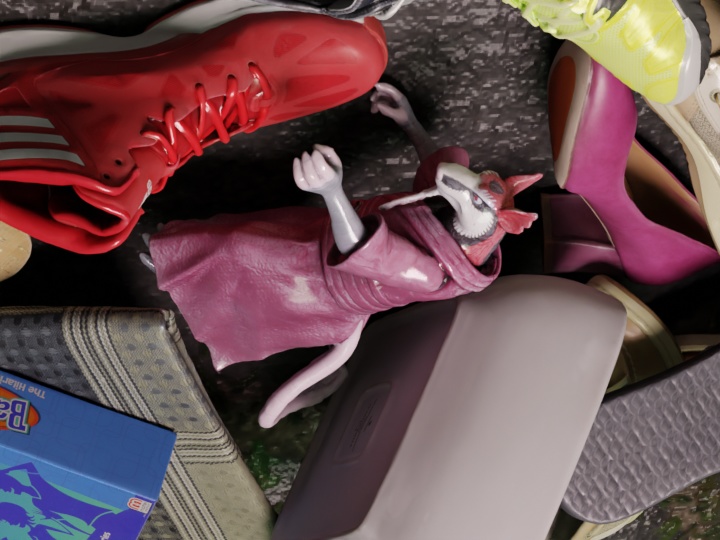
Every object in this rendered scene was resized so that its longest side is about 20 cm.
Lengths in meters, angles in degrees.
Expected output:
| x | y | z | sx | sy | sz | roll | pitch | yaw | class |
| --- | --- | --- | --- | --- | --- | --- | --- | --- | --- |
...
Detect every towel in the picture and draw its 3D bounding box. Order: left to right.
| x | y | z | sx | sy | sz | roll | pitch | yaw | class |
| --- | --- | --- | --- | --- | --- | --- | --- | --- | --- |
| -0.145 | 0.083 | 1.343 | 0.192 | 0.035 | 0.200 | -3 | 137 | 21 | towel |

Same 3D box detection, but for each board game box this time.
| x | y | z | sx | sy | sz | roll | pitch | yaw | class |
| --- | --- | --- | --- | --- | --- | --- | --- | --- | --- |
| -0.206 | 0.100 | 1.319 | 0.200 | 0.045 | 0.152 | 20 | 140 | -6 | board game box |

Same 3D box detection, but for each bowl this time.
| x | y | z | sx | sy | sz | roll | pitch | yaw | class |
| --- | --- | --- | --- | --- | --- | --- | --- | --- | --- |
| 0.032 | 0.088 | 1.303 | 0.075 | 0.200 | 0.200 | 30 | 163 | -15 | bowl |

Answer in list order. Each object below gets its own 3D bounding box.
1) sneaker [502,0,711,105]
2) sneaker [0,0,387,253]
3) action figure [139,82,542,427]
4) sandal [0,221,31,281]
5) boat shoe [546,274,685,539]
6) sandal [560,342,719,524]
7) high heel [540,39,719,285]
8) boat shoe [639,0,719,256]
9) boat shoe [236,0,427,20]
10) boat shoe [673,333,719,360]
| x | y | z | sx | sy | sz | roll | pitch | yaw | class |
| --- | --- | --- | --- | --- | --- | --- | --- | --- | --- |
| 0.065 | -0.137 | 1.132 | 0.200 | 0.076 | 0.075 | 45 | 158 | -16 | sneaker |
| -0.079 | -0.056 | 1.194 | 0.200 | 0.116 | 0.078 | -11 | 138 | -4 | sneaker |
| 0.000 | 0.000 | 1.238 | 0.200 | 0.134 | 0.149 | -10 | 104 | 36 | action figure |
| -0.236 | -0.028 | 1.216 | 0.212 | 0.070 | 0.078 | 24 | 126 | -34 | sandal |
| 0.119 | 0.080 | 1.386 | 0.063 | 0.073 | 0.201 | -40 | 157 | -24 | boat shoe |
| 0.180 | 0.064 | 1.302 | 0.200 | 0.076 | 0.043 | -14 | -178 | -8 | sandal |
| 0.136 | -0.055 | 1.282 | 0.096 | 0.067 | 0.200 | -2 | 156 | 0 | high heel |
| 0.171 | -0.085 | 1.233 | 0.065 | 0.072 | 0.200 | -9 | 122 | 30 | boat shoe |
| 0.001 | -0.138 | 1.164 | 0.200 | 0.068 | 0.072 | 7 | 134 | -23 | boat shoe |
| 0.204 | 0.074 | 1.386 | 0.200 | 0.068 | 0.072 | -7 | 154 | 41 | boat shoe |
